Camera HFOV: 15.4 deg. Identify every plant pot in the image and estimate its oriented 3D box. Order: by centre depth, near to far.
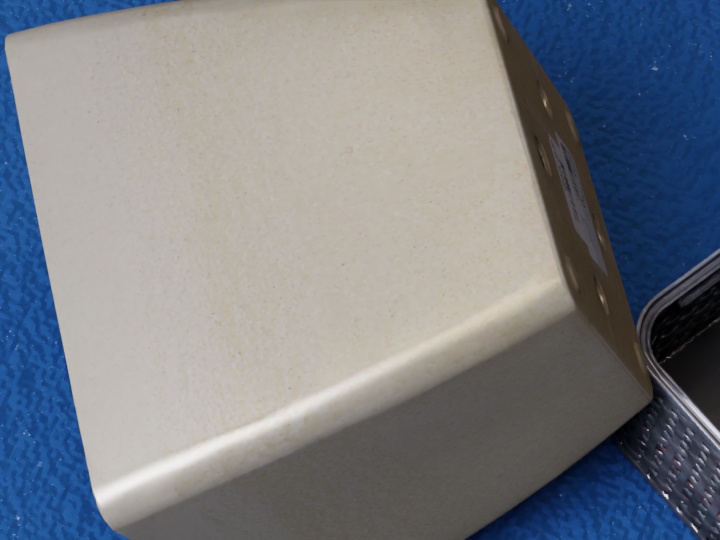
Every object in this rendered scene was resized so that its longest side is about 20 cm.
[{"bbox_3d":[0.000,0.000,1.020,0.177,0.200,0.200,-20,65,13],"label":"plant pot"}]

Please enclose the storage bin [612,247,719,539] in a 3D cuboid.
[{"bbox_3d":[0.211,0.075,1.080,0.135,0.094,0.200,-36,72,-17],"label":"storage bin"}]
